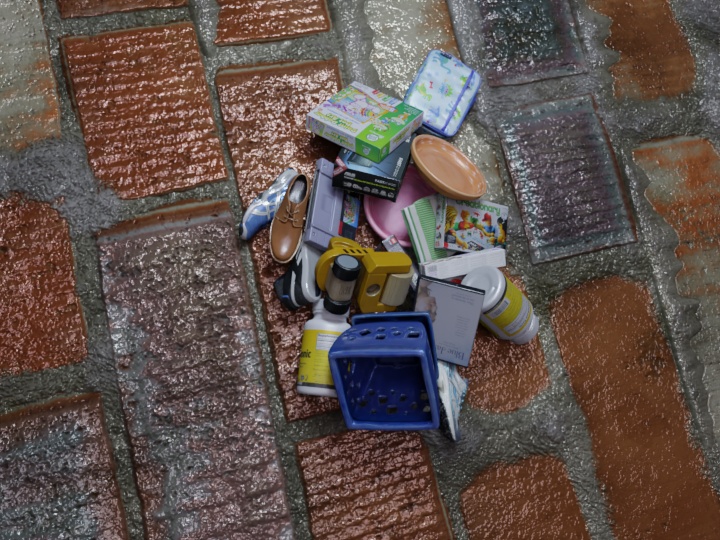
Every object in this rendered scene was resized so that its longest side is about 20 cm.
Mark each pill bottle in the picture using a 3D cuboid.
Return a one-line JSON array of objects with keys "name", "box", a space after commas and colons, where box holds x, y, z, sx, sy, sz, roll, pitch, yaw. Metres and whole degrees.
[{"name": "pill bottle", "box": [-0.072, 0.167, 1.322, 0.110, 0.111, 0.202, 8, 77, -8]}, {"name": "pill bottle", "box": [0.313, 0.084, 1.365, 0.200, 0.111, 0.112, 39, 72, -36]}]

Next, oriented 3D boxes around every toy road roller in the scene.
[{"name": "toy road roller", "box": [0.000, 0.000, 1.305, 0.198, 0.124, 0.146, 0, 37, -23]}]

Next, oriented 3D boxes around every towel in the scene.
[{"name": "towel", "box": [0.189, -0.108, 1.414, 0.199, 0.023, 0.154, -27, 103, -31]}]

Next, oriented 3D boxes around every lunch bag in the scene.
[{"name": "lunch bag", "box": [0.195, -0.421, 1.498, 0.160, 0.082, 0.201, 31, 77, -6]}]

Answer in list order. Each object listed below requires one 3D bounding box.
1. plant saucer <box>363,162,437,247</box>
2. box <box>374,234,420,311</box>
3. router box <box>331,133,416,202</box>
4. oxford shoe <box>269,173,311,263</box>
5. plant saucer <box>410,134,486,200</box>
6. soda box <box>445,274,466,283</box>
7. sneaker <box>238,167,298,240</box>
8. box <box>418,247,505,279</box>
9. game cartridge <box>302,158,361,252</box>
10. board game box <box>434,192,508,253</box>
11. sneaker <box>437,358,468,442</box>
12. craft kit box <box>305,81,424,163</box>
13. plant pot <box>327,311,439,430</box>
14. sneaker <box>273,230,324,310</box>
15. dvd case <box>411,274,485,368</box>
[{"name": "plant saucer", "box": [0.102, -0.150, 1.444, 0.198, 0.051, 0.203, 2, 78, -10]}, {"name": "box", "box": [0.104, 0.023, 1.380, 0.035, 0.110, 0.201, -33, 86, -16]}, {"name": "router box", "box": [0.033, -0.251, 1.384, 0.148, 0.062, 0.201, 15, 46, 5]}, {"name": "oxford shoe", "box": [-0.152, -0.115, 1.317, 0.071, 0.071, 0.202, 13, 81, -6]}, {"name": "plant saucer", "box": [0.194, -0.227, 1.389, 0.199, 0.038, 0.201, 22, 39, -19]}, {"name": "soda box", "box": [0.212, 0.081, 1.413, 0.067, 0.064, 0.202, 4, 79, -11]}, {"name": "sneaker", "box": [-0.193, -0.141, 1.376, 0.077, 0.076, 0.200, 40, 77, 4]}, {"name": "box", "box": [0.228, -0.013, 1.376, 0.198, 0.039, 0.042, -12, 101, -15]}, {"name": "game cartridge", "box": [-0.058, -0.137, 1.382, 0.129, 0.038, 0.202, 21, 67, -35]}, {"name": "board game box", "box": [0.259, -0.101, 1.426, 0.198, 0.034, 0.128, 7, 84, -33]}, {"name": "sneaker", "box": [0.206, 0.277, 1.369, 0.085, 0.078, 0.202, -8, 81, -15]}, {"name": "craft kit box", "box": [0.012, -0.342, 1.396, 0.199, 0.049, 0.198, 28, 52, 19]}, {"name": "plant pot", "box": [0.062, 0.194, 1.264, 0.198, 0.180, 0.202, -4, 119, 16]}, {"name": "sneaker", "box": [-0.143, -0.006, 1.364, 0.073, 0.111, 0.201, 42, 37, -40]}, {"name": "dvd case", "box": [0.176, 0.109, 1.303, 0.141, 0.202, 0.018, 14, 35, 12]}]
